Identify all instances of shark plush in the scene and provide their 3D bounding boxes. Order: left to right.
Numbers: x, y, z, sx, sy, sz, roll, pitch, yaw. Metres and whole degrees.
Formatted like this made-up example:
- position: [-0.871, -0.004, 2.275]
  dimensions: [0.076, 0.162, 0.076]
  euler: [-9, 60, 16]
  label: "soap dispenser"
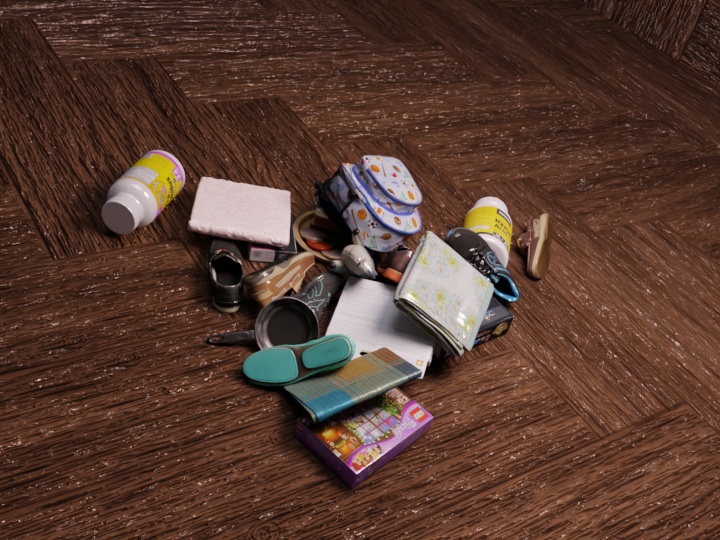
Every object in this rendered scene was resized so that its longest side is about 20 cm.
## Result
- position: [0.000, 0.000, 1.681]
  dimensions: [0.083, 0.200, 0.091]
  euler: [36, 77, 12]
  label: "shark plush"

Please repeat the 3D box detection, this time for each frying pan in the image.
- position: [-0.161, 0.124, 1.526]
  dimensions: [0.116, 0.189, 0.031]
  euler: [61, 2, 2]
  label: "frying pan"

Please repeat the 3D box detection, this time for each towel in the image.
- position: [-0.241, -0.119, 1.765]
  dimensions: [0.198, 0.032, 0.192]
  euler: [9, 34, -9]
  label: "towel"
- position: [-0.014, 0.186, 1.434]
  dimensions: [0.198, 0.022, 0.146]
  euler: [-20, 19, -19]
  label: "towel"
- position: [0.155, 0.042, 1.590]
  dimensions: [0.171, 0.048, 0.201]
  euler: [42, 45, -13]
  label: "towel"

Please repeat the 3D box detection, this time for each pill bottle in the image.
- position: [-0.436, -0.154, 1.731]
  dimensions: [0.103, 0.105, 0.201]
  euler: [20, 37, 5]
  label: "pill bottle"
- position: [0.275, -0.077, 1.899]
  dimensions: [0.110, 0.112, 0.201]
  euler: [17, 36, 2]
  label: "pill bottle"

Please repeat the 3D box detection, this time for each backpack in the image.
- position: [0.038, -0.132, 1.756]
  dimensions: [0.199, 0.154, 0.192]
  euler: [-9, 66, -47]
  label: "backpack"

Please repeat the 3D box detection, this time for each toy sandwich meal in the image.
- position: [-0.046, -0.092, 1.829]
  dimensions: [0.203, 0.071, 0.206]
  euler: [11, 37, -8]
  label: "toy sandwich meal"

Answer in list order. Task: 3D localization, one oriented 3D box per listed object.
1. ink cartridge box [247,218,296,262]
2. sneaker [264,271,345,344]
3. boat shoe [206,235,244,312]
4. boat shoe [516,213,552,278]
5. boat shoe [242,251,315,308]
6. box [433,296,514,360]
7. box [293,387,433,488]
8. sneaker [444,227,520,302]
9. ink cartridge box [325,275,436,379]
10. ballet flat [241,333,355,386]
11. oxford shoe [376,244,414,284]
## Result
- position: [-0.188, -0.089, 1.803]
  dimensions: [0.094, 0.037, 0.201]
  euler: [5, 36, -14]
  label: "ink cartridge box"
- position: [-0.095, 0.071, 1.613]
  dimensions: [0.199, 0.076, 0.079]
  euler: [-31, 67, -35]
  label: "sneaker"
- position: [-0.254, -0.008, 1.650]
  dimensions: [0.073, 0.064, 0.202]
  euler: [1, 37, -13]
  label: "boat shoe"
- position: [0.389, -0.054, 1.964]
  dimensions: [0.071, 0.073, 0.201]
  euler: [-5, 42, 24]
  label: "boat shoe"
- position: [-0.150, 0.019, 1.651]
  dimensions: [0.075, 0.075, 0.200]
  euler: [-16, 8, 34]
  label: "boat shoe"
- position: [0.180, 0.084, 1.708]
  dimensions: [0.199, 0.046, 0.159]
  euler: [-17, 48, -36]
  label: "box"
- position: [0.007, 0.255, 1.426]
  dimensions: [0.136, 0.039, 0.199]
  euler: [37, 41, 25]
  label: "box"
- position: [0.254, -0.012, 1.764]
  dimensions: [0.200, 0.073, 0.082]
  euler: [40, 7, -16]
  label: "sneaker"
- position: [0.042, 0.111, 1.590]
  dimensions: [0.198, 0.041, 0.201]
  euler: [13, 48, 11]
  label: "ink cartridge box"
- position: [-0.100, 0.156, 1.478]
  dimensions: [0.198, 0.070, 0.068]
  euler: [-14, 77, 8]
  label: "ballet flat"
- position: [0.081, -0.011, 1.711]
  dimensions: [0.071, 0.073, 0.200]
  euler: [26, 1, -7]
  label: "oxford shoe"
